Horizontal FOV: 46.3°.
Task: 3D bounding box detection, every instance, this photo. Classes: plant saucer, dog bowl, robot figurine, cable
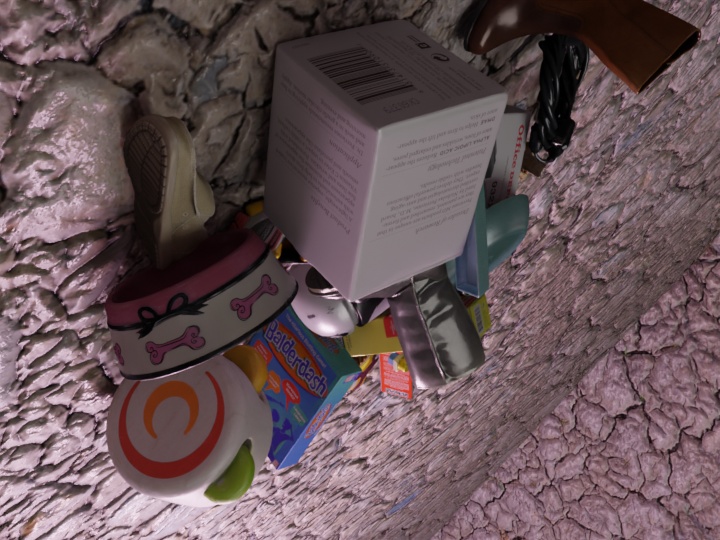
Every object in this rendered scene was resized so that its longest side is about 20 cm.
[{"bbox_3d":[0.116,-0.076,0.908,0.019,0.203,0.070,-7,-172,-13],"label":"plant saucer"},{"bbox_3d":[0.142,-0.017,1.062,0.199,0.036,0.200,-34,165,-11],"label":"plant saucer"},{"bbox_3d":[-0.166,0.026,0.848,0.198,0.074,0.200,-23,-163,7],"label":"dog bowl"},{"bbox_3d":[0.000,0.001,1.092,0.199,0.125,0.151,-35,155,-13],"label":"robot figurine"},{"bbox_3d":[0.252,-0.249,1.078,0.201,0.050,0.164,-62,150,-33],"label":"cable"}]

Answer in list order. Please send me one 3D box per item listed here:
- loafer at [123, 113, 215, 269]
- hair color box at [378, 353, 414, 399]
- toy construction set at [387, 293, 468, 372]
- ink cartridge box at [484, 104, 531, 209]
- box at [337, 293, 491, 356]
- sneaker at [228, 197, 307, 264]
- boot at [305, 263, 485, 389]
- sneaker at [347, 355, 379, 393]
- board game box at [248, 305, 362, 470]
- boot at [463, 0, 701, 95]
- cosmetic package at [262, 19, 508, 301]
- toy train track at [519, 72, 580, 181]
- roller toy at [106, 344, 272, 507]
[{"bbox_3d":[-0.173,-0.078,0.785,0.068,0.076,0.201,-29,162,-27],"label":"loafer"},{"bbox_3d":[0.071,0.130,1.426,0.201,0.060,0.103,85,19,-61],"label":"hair color box"},{"bbox_3d":[0.106,0.064,1.246,0.200,0.091,0.133,-24,132,-62],"label":"toy construction set"},{"bbox_3d":[0.113,-0.130,1.035,0.199,0.083,0.147,-13,119,-45],"label":"ink cartridge box"},{"bbox_3d":[0.068,0.074,1.119,0.198,0.051,0.075,-8,-170,28],"label":"box"},{"bbox_3d":[-0.056,-0.047,0.986,0.199,0.082,0.078,-24,150,-35],"label":"sneaker"},{"bbox_3d":[0.045,0.057,0.993,0.179,0.073,0.201,-14,130,5],"label":"boot"},{"bbox_3d":[-0.044,0.188,1.393,0.199,0.075,0.090,-40,150,0],"label":"sneaker"},{"bbox_3d":[-0.100,0.151,1.162,0.045,0.152,0.201,-8,139,-48],"label":"board game box"},{"bbox_3d":[0.237,-0.253,0.926,0.187,0.200,0.069,-34,155,-13],"label":"boot"},{"bbox_3d":[0.016,-0.113,0.844,0.164,0.165,0.202,-21,140,-32],"label":"cosmetic package"},{"bbox_3d":[0.249,-0.200,1.202,0.032,0.115,0.201,27,101,-21],"label":"toy train track"},{"bbox_3d":[-0.206,0.192,1.044,0.180,0.203,0.140,-7,158,12],"label":"roller toy"}]
